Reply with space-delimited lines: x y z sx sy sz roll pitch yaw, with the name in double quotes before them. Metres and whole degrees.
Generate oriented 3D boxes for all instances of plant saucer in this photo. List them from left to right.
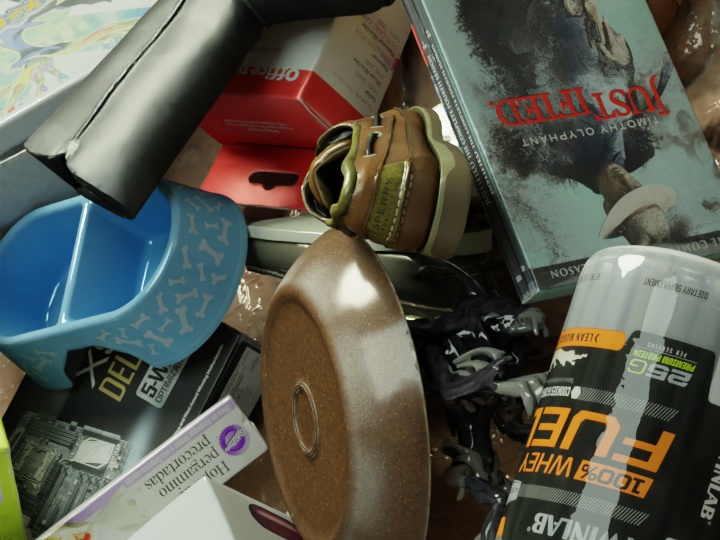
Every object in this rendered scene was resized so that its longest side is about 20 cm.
"plant saucer" -0.015 0.078 1.354 0.200 0.037 0.201 172 90 -70

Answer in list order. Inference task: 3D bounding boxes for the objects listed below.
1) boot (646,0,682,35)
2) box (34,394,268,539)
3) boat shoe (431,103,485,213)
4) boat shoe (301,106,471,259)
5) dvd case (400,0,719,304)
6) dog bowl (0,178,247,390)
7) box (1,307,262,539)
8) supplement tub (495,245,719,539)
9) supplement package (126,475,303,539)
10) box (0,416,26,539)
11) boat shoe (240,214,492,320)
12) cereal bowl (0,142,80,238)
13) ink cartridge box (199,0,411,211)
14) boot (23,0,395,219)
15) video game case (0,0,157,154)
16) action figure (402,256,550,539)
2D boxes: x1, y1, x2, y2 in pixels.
"boot" 0.096 -0.172 1.448 0.200 0.077 0.156 34 90 32
"box" -0.142 0.145 1.427 0.200 0.041 0.039 -37 92 -5
"boat shoe" 0.059 -0.067 1.398 0.200 0.071 0.070 0 84 51
"boat shoe" 0.005 -0.053 1.307 0.200 0.068 0.072 -150 70 -78
"dvd case" 0.109 -0.087 1.313 0.022 0.146 0.201 -42 63 54
"dog bowl" -0.154 0.004 1.499 0.200 0.050 0.112 -14 58 42
"box" -0.151 0.108 1.521 0.157 0.050 0.200 26 87 44
"supplement tub" 0.137 0.099 1.197 0.122 0.122 0.201 8 75 41
"supplement package" -0.075 0.244 1.355 0.156 0.111 0.200 -40 50 17
"box" -0.244 0.068 1.503 0.047 0.122 0.200 -13 52 -11
"boat shoe" -0.002 0.000 1.441 0.201 0.072 0.061 5 101 49
"cereal bowl" -0.221 -0.082 1.624 0.199 0.083 0.200 -18 32 12
"ink cartridge box" -0.039 -0.140 1.525 0.116 0.067 0.201 6 66 40
"boot" -0.084 -0.116 1.435 0.200 0.066 0.165 -49 32 -13
"video game case" -0.218 -0.133 1.599 0.200 0.022 0.182 -31 31 -12
"action figure" 0.083 0.083 1.304 0.102 0.119 0.201 -14 74 34
